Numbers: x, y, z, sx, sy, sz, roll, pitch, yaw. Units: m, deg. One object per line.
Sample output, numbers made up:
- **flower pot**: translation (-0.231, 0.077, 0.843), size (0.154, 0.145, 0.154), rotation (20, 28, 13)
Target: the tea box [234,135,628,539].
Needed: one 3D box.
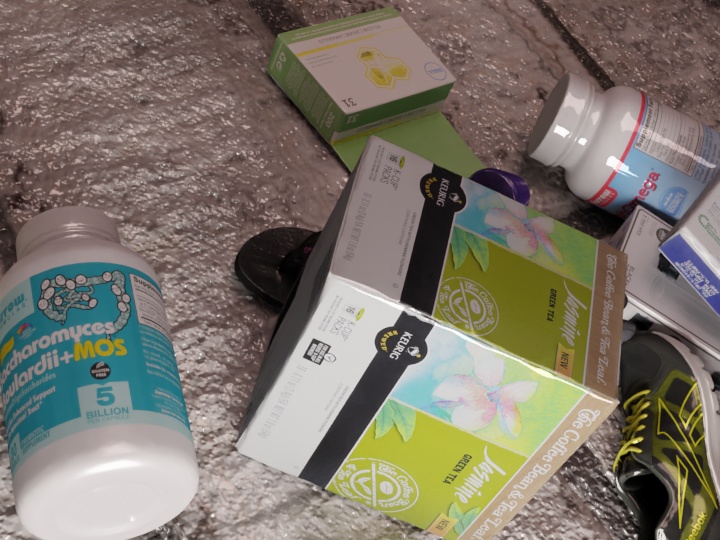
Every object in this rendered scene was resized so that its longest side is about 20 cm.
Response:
- **tea box**: translation (0.046, 0.056, 0.825), size (0.194, 0.201, 0.135), rotation (22, 46, -7)

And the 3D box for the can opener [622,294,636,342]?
- **can opener**: translation (0.122, 0.027, 0.940), size (0.197, 0.079, 0.064), rotation (14, 58, -18)

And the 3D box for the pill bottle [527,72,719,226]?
- **pill bottle**: translation (0.258, -0.099, 1.125), size (0.198, 0.109, 0.110), rotation (25, 46, -5)

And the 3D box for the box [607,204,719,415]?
- **box**: translation (0.293, 0.047, 1.056), size (0.198, 0.060, 0.117), rotation (32, 46, 1)

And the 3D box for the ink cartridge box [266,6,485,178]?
- **ink cartridge box**: translation (0.029, -0.139, 1.086), size (0.144, 0.048, 0.201), rotation (-22, 63, -39)

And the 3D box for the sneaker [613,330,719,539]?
- **sneaker**: translation (0.230, 0.132, 0.943), size (0.083, 0.075, 0.202), rotation (4, 52, -23)

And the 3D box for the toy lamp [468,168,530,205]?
- **toy lamp**: translation (0.080, -0.049, 1.007), size (0.058, 0.058, 0.199), rotation (47, 31, 15)

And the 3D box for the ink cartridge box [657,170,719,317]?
- **ink cartridge box**: translation (0.366, -0.005, 1.037), size (0.197, 0.043, 0.200), rotation (48, 51, 2)

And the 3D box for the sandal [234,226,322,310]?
- **sandal**: translation (0.001, -0.001, 0.954), size (0.197, 0.048, 0.076), rotation (10, 50, -21)

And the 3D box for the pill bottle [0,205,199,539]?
- **pill bottle**: translation (-0.171, 0.059, 0.775), size (0.109, 0.111, 0.202), rotation (0, 53, -27)
